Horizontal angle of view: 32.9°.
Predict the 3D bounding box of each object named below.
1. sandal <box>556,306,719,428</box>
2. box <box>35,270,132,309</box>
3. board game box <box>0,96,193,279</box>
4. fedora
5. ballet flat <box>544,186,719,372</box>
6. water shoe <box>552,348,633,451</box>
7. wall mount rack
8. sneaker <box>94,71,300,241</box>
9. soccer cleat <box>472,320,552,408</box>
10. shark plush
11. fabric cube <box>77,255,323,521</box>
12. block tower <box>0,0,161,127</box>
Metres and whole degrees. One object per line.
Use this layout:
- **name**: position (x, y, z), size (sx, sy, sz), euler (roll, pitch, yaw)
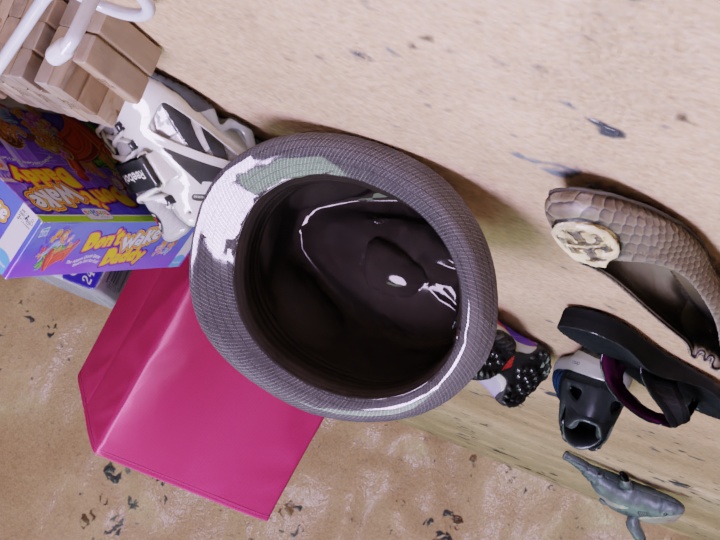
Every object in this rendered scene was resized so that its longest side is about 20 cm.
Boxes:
- **sandal**: position (0.222, 0.088, 0.969), size (0.199, 0.048, 0.075), euler (30, 168, -34)
- **box**: position (-0.342, -0.045, 1.346), size (0.198, 0.106, 0.184), euler (21, 171, 3)
- **board game box**: position (-0.204, -0.059, 0.815), size (0.134, 0.045, 0.200), euler (43, -163, 15)
- **fedora**: position (0.000, 0.000, 0.770), size (0.198, 0.179, 0.090), euler (12, -163, 20)
- **ballet flat**: position (0.167, 0.009, 0.674), size (0.067, 0.047, 0.199), euler (10, 164, 48)
- **water shoe**: position (0.201, 0.123, 1.115), size (0.071, 0.080, 0.200), euler (20, 170, 12)
- **wall mount rack**: position (-0.208, -0.144, 0.589), size (0.199, 0.075, 0.173), euler (29, 165, -28)
- **sneaker**: position (-0.125, -0.070, 0.789), size (0.199, 0.089, 0.074), euler (28, 170, -21)
- **soccer cleat**: position (0.117, 0.072, 1.116), size (0.073, 0.068, 0.200), euler (44, -174, 30)
- **shark plush**: position (0.419, 0.337, 1.943), size (0.200, 0.091, 0.084), euler (41, 155, 14)
- **fabric cube**: position (-0.147, 0.090, 1.219), size (0.195, 0.201, 0.200), euler (25, -172, -24)
- **block tower**: position (-0.217, -0.137, 0.726), size (0.198, 0.055, 0.058), euler (16, 168, 30)
